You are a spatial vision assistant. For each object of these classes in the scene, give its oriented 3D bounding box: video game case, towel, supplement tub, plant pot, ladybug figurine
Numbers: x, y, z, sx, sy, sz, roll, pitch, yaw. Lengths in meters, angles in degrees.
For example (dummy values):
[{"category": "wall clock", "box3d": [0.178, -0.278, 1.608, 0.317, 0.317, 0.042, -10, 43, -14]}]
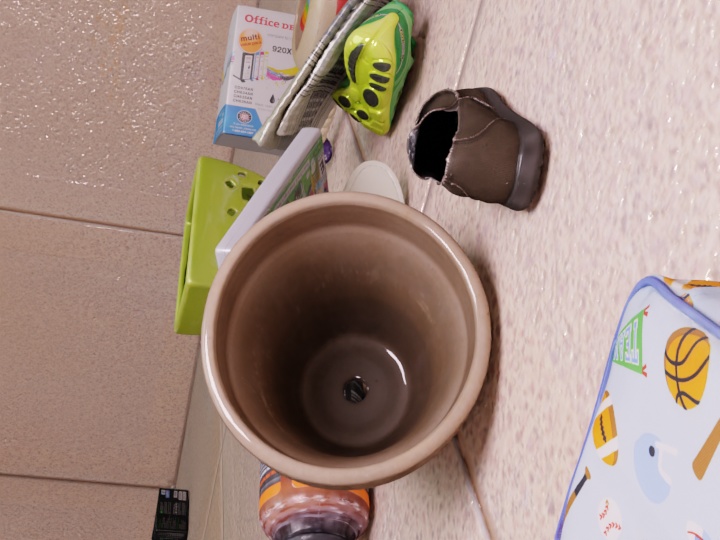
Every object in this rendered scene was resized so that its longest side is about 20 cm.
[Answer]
[{"category": "video game case", "box3d": [-0.061, 0.006, 0.831, 0.201, 0.022, 0.185, -64, -26, -52]}, {"category": "towel", "box3d": [-0.030, -0.205, 1.012, 0.201, 0.034, 0.193, -53, 1, 11]}, {"category": "supplement tub", "box3d": [-0.044, 0.189, 0.927, 0.108, 0.105, 0.202, 113, 161, -48]}, {"category": "plant pot", "box3d": [-0.006, 0.071, 0.722, 0.175, 0.196, 0.204, 82, -170, -67]}, {"category": "plant pot", "box3d": [-0.165, -0.021, 1.408, 0.199, 0.178, 0.203, 125, 151, -62]}, {"category": "ladybug figurine", "box3d": [-0.042, -0.343, 1.302, 0.200, 0.071, 0.138, 129, 145, -67]}]

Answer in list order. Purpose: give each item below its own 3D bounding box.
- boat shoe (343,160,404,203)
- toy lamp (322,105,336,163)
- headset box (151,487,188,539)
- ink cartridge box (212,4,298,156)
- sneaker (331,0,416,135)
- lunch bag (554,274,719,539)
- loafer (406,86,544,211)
[{"category": "boat shoe", "box3d": [0.000, 0.000, 0.922, 0.062, 0.071, 0.204, 170, 103, -72]}, {"category": "toy lamp", "box3d": [-0.040, -0.216, 1.252, 0.201, 0.057, 0.059, 115, 159, -52]}, {"category": "headset box", "box3d": [-0.564, 0.776, 2.875, 0.175, 0.091, 0.203, -103, 23, -58]}, {"category": "ink cartridge box", "box3d": [-0.147, -0.299, 1.567, 0.145, 0.145, 0.204, 176, 101, -76]}, {"category": "sneaker", "box3d": [0.023, -0.199, 0.982, 0.084, 0.074, 0.200, -51, -2, -15]}, {"category": "lunch bag", "box3d": [0.129, 0.098, 0.301, 0.200, 0.074, 0.163, -119, 36, -68]}, {"category": "loafer", "box3d": [0.066, -0.095, 0.689, 0.200, 0.070, 0.074, -129, 48, -72]}]
